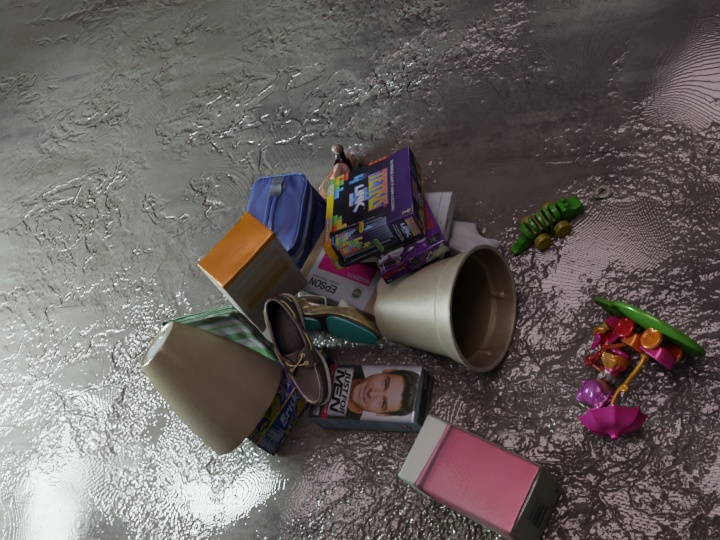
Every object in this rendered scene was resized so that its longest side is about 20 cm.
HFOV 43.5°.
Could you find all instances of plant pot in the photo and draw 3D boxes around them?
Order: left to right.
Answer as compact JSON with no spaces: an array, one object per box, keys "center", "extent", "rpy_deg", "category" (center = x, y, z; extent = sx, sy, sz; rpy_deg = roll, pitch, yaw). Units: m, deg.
[{"center":[-0.269,0.182,1.541],"extent":[0.187,0.199,0.188],"rpy_deg":[-44,21,22],"category":"plant pot"},{"center":[0.130,0.060,1.489],"extent":[0.182,0.200,0.202],"rpy_deg":[0,63,41],"category":"plant pot"}]

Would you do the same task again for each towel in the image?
[{"center":[-0.239,0.133,1.619],"extent":[0.151,0.200,0.024],"rpy_deg":[-14,52,20],"category":"towel"}]

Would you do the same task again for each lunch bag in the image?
[{"center":[-0.151,-0.081,1.736],"extent":[0.134,0.132,0.202],"rpy_deg":[-7,60,25],"category":"lunch bag"}]

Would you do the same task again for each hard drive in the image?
[{"center":[0.062,-0.076,1.594],"extent":[0.198,0.027,0.133],"rpy_deg":[-1,60,28],"category":"hard drive"}]

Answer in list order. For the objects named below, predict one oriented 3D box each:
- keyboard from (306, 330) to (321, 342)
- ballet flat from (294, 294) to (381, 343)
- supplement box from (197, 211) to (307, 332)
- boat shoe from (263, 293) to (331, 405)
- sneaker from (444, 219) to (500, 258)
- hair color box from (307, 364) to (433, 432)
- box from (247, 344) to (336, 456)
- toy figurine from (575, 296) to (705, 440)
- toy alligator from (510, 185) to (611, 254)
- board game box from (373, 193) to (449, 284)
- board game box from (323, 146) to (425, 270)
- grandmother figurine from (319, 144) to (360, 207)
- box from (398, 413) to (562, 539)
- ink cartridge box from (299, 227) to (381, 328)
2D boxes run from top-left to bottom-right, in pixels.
[{"center":[-0.150,0.070,1.634],"extent":[0.056,0.011,0.200],"rpy_deg":[-45,59,-1],"category":"keyboard"},{"center":[-0.055,0.077,1.564],"extent":[0.198,0.071,0.071],"rpy_deg":[8,66,15],"category":"ballet flat"},{"center":[-0.182,0.006,1.556],"extent":[0.073,0.200,0.126],"rpy_deg":[37,78,27],"category":"supplement box"},{"center":[-0.109,0.135,1.513],"extent":[0.071,0.059,0.202],"rpy_deg":[-22,85,17],"category":"boat shoe"},{"center":[0.165,-0.065,1.610],"extent":[0.088,0.076,0.200],"rpy_deg":[-35,46,-20],"category":"sneaker"},{"center":[0.017,0.215,1.525],"extent":[0.198,0.061,0.100],"rpy_deg":[-2,63,26],"category":"hair color box"},{"center":[-0.133,0.220,1.600],"extent":[0.070,0.064,0.201],"rpy_deg":[28,78,36],"category":"box"},{"center":[0.379,0.154,1.341],"extent":[0.185,0.150,0.200],"rpy_deg":[-59,31,-1],"category":"toy figurine"},{"center":[0.336,-0.097,1.535],"extent":[0.199,0.054,0.060],"rpy_deg":[-34,53,7],"category":"toy alligator"},{"center":[0.070,-0.069,1.519],"extent":[0.119,0.032,0.201],"rpy_deg":[-25,36,5],"category":"board game box"},{"center":[0.023,-0.108,1.532],"extent":[0.164,0.057,0.201],"rpy_deg":[-23,36,18],"category":"board game box"},{"center":[-0.037,-0.185,1.731],"extent":[0.060,0.123,0.200],"rpy_deg":[0,26,7],"category":"grandmother figurine"},{"center":[0.179,0.315,1.341],"extent":[0.199,0.128,0.110],"rpy_deg":[20,74,35],"category":"box"},{"center":[0.000,0.000,1.647],"extent":[0.199,0.075,0.166],"rpy_deg":[18,71,34],"category":"ink cartridge box"}]
